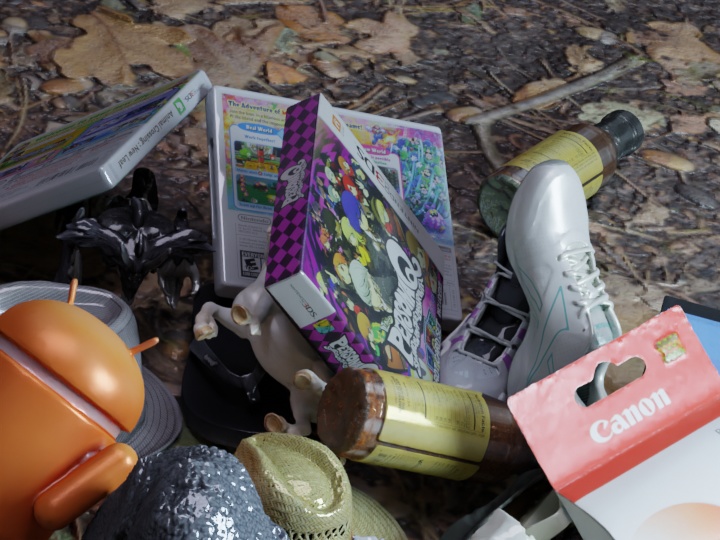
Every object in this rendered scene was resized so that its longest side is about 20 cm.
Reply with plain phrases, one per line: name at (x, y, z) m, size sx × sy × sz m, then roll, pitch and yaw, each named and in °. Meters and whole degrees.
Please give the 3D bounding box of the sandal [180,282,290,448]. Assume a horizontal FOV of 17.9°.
sandal at (-0.095, 0.062, 1.662) m, size 0.076 × 0.043 × 0.200 m, roll 1°, pitch 33°, yaw -12°

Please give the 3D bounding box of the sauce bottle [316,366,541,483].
sauce bottle at (0.066, 0.113, 1.563) m, size 0.200 × 0.066 × 0.066 m, roll 16°, pitch 24°, yaw -34°

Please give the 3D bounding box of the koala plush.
koala plush at (-0.060, 0.208, 1.346) m, size 0.200 × 0.184 × 0.178 m, roll 26°, pitch 43°, yaw -14°

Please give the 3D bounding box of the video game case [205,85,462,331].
video game case at (-0.021, -0.048, 1.768) m, size 0.200 × 0.024 × 0.182 m, roll 9°, pitch 56°, yaw -22°

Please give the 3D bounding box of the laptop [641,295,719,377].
laptop at (0.268, 0.130, 1.587) m, size 0.177 × 0.103 × 0.200 m, roll 15°, pitch 33°, yaw 11°

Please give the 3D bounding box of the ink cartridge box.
ink cartridge box at (0.213, 0.133, 1.499) m, size 0.162 × 0.050 × 0.200 m, roll -26°, pitch 84°, yaw -27°

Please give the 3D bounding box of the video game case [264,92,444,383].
video game case at (0.000, 0.000, 1.628) m, size 0.036 × 0.181 × 0.200 m, roll -23°, pitch 35°, yaw 23°

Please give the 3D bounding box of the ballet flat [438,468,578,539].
ballet flat at (0.098, 0.177, 1.491) m, size 0.068 × 0.068 × 0.200 m, roll 53°, pitch 40°, yaw -5°

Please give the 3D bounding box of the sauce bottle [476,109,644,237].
sauce bottle at (0.175, -0.086, 1.943) m, size 0.065 × 0.065 × 0.200 m, roll 27°, pitch 35°, yaw 27°

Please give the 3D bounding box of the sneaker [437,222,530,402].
sneaker at (0.112, 0.015, 1.694) m, size 0.078 × 0.140 × 0.200 m, roll 20°, pitch 34°, yaw 17°

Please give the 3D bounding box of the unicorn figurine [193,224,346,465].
unicorn figurine at (-0.055, 0.043, 1.608) m, size 0.074 × 0.200 × 0.137 m, roll -22°, pitch -2°, yaw 21°

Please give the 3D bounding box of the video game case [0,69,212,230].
video game case at (-0.230, -0.082, 1.771) m, size 0.200 × 0.022 × 0.182 m, roll -19°, pitch 19°, yaw 31°

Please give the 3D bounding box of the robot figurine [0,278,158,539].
robot figurine at (-0.215, 0.103, 1.448) m, size 0.117 × 0.200 × 0.144 m, roll 40°, pitch -9°, yaw -18°

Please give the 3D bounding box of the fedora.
fedora at (-0.219, 0.066, 1.581) m, size 0.200 × 0.090 × 0.177 m, roll -12°, pitch 38°, yaw -30°

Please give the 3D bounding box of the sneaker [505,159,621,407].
sneaker at (0.152, 0.021, 1.631) m, size 0.070 × 0.201 × 0.080 m, roll -9°, pitch 10°, yaw -36°

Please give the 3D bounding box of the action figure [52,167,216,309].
action figure at (-0.175, -0.013, 1.708) m, size 0.119 × 0.102 × 0.200 m, roll 0°, pitch 17°, yaw -12°

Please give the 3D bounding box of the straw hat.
straw hat at (-0.048, 0.154, 1.489) m, size 0.201 × 0.085 × 0.201 m, roll 6°, pitch 33°, yaw -4°
